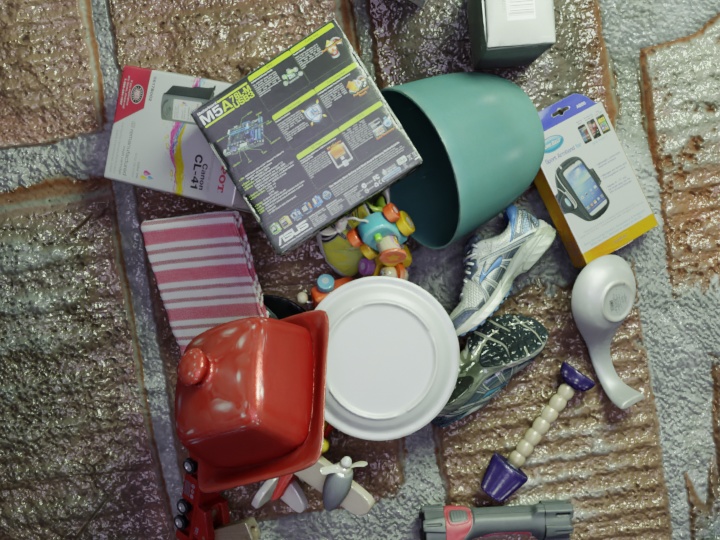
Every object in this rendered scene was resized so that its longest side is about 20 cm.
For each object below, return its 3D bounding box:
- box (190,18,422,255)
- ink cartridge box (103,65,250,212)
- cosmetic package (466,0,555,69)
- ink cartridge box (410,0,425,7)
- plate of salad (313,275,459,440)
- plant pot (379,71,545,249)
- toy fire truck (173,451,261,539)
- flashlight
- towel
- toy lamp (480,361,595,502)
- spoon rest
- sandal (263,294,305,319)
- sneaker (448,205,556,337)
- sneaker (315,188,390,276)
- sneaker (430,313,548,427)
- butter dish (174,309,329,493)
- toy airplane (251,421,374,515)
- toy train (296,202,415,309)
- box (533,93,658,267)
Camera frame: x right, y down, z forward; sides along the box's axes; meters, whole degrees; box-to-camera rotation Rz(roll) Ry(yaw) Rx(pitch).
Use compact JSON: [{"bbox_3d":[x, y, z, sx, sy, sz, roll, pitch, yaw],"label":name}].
[{"bbox_3d":[-0.060,-0.150,1.153,0.199,0.048,0.194,-33,88,2],"label":"box"},{"bbox_3d":[-0.206,-0.163,1.252,0.198,0.085,0.149,14,94,25],"label":"ink cartridge box"},{"bbox_3d":[0.177,-0.306,1.211,0.089,0.200,0.108,-6,93,0],"label":"cosmetic package"},{"bbox_3d":[0.095,-0.438,1.225,0.084,0.146,0.201,30,95,-2],"label":"ink cartridge box"},{"bbox_3d":[0.023,0.107,1.243,0.198,0.048,0.202,0,93,-3],"label":"plate of salad"},{"bbox_3d":[0.125,-0.150,1.231,0.160,0.200,0.202,-24,95,-22],"label":"plant pot"},{"bbox_3d":[-0.174,0.334,1.309,0.140,0.049,0.202,27,117,28],"label":"toy fire truck"},{"bbox_3d":[0.178,0.340,1.340,0.198,0.068,0.069,-1,91,-4],"label":"flashlight"},{"bbox_3d":[-0.190,0.021,1.281,0.145,0.030,0.202,-4,112,24],"label":"towel"},{"bbox_3d":[0.228,0.214,1.329,0.058,0.058,0.201,34,93,-2],"label":"toy lamp"},{"bbox_3d":[0.317,0.076,1.297,0.099,0.061,0.202,-21,110,-22],"label":"spoon rest"},{"bbox_3d":[-0.159,0.058,1.326,0.198,0.043,0.077,19,95,-1],"label":"sandal"},{"bbox_3d":[0.160,0.001,1.307,0.085,0.077,0.200,40,85,1],"label":"sneaker"},{"bbox_3d":[-0.005,-0.070,1.260,0.075,0.076,0.201,-16,132,-28],"label":"sneaker"},{"bbox_3d":[0.159,0.132,1.322,0.199,0.087,0.078,-31,52,-13],"label":"sneaker"},{"bbox_3d":[-0.149,0.133,1.165,0.199,0.147,0.201,-20,54,33],"label":"butter dish"},{"bbox_3d":[-0.090,0.222,1.290,0.198,0.141,0.201,-13,84,19],"label":"toy airplane"},{"bbox_3d":[0.000,0.000,1.257,0.149,0.201,0.056,-14,59,-14],"label":"toy train"},{"bbox_3d":[0.285,-0.119,1.289,0.118,0.041,0.201,-27,93,-16],"label":"box"}]
